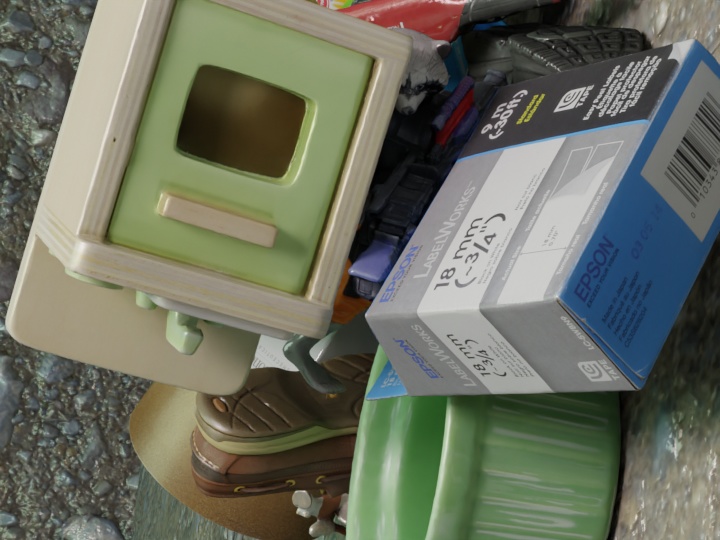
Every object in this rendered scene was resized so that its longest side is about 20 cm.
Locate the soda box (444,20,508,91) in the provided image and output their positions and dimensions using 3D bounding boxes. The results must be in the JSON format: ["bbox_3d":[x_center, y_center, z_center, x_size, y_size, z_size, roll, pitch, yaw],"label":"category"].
[{"bbox_3d":[0.061,-0.138,1.239,0.068,0.064,0.200,-49,14,3],"label":"soda box"}]

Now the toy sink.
[{"bbox_3d":[-0.074,-0.036,0.883,0.202,0.129,0.112,-72,21,5],"label":"toy sink"}]

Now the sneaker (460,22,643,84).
[{"bbox_3d":[0.109,-0.092,1.047,0.200,0.075,0.092,-138,45,-79],"label":"sneaker"}]

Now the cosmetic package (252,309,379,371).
[{"bbox_3d":[0.000,0.000,1.207,0.101,0.074,0.201,33,88,48],"label":"cosmetic package"}]

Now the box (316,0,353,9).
[{"bbox_3d":[0.035,-0.215,1.163,0.200,0.112,0.102,-33,21,49],"label":"box"}]

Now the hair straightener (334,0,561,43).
[{"bbox_3d":[0.075,-0.162,1.065,0.077,0.199,0.041,-37,-72,-56],"label":"hair straightener"}]

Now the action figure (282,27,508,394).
[{"bbox_3d":[-0.003,-0.035,0.961,0.200,0.104,0.195,-52,-16,-57],"label":"action figure"}]

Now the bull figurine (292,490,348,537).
[{"bbox_3d":[0.011,0.105,1.286,0.121,0.065,0.202,-30,-48,-56],"label":"bull figurine"}]

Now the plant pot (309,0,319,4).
[{"bbox_3d":[-0.061,-0.051,1.122,0.142,0.199,0.201,49,139,29],"label":"plant pot"}]

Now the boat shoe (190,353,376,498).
[{"bbox_3d":[-0.013,0.098,1.131,0.072,0.198,0.068,55,138,45],"label":"boat shoe"}]

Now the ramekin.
[{"bbox_3d":[0.064,0.106,0.998,0.200,0.097,0.202,-170,90,-78],"label":"ramekin"}]

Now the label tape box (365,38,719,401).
[{"bbox_3d":[0.072,-0.017,0.860,0.199,0.063,0.145,-8,45,54],"label":"label tape box"}]

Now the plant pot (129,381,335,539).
[{"bbox_3d":[-0.060,0.078,1.483,0.201,0.185,0.187,-62,18,22],"label":"plant pot"}]
